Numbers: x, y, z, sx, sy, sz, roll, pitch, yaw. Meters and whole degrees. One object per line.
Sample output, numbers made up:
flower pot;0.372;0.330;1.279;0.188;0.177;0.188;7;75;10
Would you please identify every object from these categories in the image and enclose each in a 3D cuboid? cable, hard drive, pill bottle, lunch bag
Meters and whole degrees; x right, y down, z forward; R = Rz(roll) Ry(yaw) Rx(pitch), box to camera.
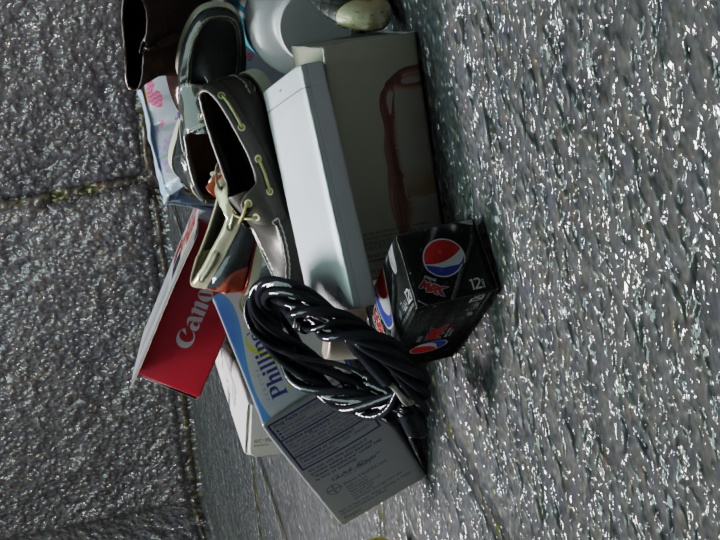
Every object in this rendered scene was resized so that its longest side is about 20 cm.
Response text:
cable;-0.029;0.068;1.409;0.199;0.051;0.163;29;162;27
hard drive;-0.036;-0.064;1.414;0.132;0.027;0.201;166;91;-73
pill bottle;-0.063;-0.248;1.612;0.200;0.110;0.112;-130;31;-68
lunch bag;-0.131;-0.161;1.802;0.127;0.199;0.170;103;153;-63

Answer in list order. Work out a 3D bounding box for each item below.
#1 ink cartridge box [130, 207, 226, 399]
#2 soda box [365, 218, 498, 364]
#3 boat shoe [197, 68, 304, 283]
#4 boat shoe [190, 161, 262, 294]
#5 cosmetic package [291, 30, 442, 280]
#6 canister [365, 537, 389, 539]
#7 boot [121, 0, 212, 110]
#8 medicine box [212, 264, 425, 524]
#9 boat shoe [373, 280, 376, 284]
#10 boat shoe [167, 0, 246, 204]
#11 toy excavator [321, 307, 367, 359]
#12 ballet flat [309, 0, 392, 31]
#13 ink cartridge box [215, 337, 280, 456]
ink cartridge box;-0.175;0.028;1.848;0.176;0.083;0.201;-91;24;-68
soda box;0.054;0.024;1.378;0.200;0.070;0.064;111;145;-70
boat shoe;-0.094;-0.075;1.500;0.072;0.060;0.202;-10;97;59
boat shoe;-0.116;-0.068;1.589;0.071;0.062;0.201;-105;24;-61
cosmetic package;0.007;-0.101;1.444;0.103;0.087;0.201;-150;50;-70
canister;0.040;0.368;1.736;0.200;0.086;0.150;-172;71;-77
boot;-0.190;-0.210;1.634;0.167;0.072;0.201;-54;-25;-52
medicine box;-0.042;0.117;1.668;0.200;0.103;0.183;58;-177;-46
boat shoe;0.000;0.000;1.657;0.059;0.072;0.200;39;179;-31
boat shoe;-0.138;-0.157;1.589;0.068;0.071;0.201;-120;33;-48
toy excavator;-0.024;-0.034;1.575;0.194;0.099;0.201;-130;39;-72
ballet flat;-0.019;-0.271;1.489;0.200;0.066;0.057;-115;28;-47
ink cartridge box;-0.085;0.111;1.959;0.200;0.146;0.083;-114;23;-49
